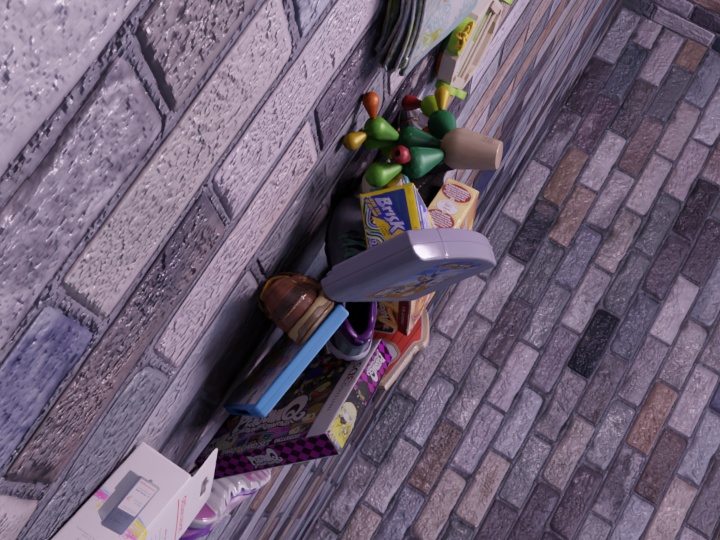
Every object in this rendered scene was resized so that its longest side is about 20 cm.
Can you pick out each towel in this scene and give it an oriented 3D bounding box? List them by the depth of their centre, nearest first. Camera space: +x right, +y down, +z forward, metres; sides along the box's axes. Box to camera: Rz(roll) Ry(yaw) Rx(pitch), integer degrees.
[{"bbox_3d":[0.088,-0.310,0.825,0.200,0.048,0.172,-53,167,-35],"label":"towel"}]

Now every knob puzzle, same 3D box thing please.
[{"bbox_3d":[0.015,0.086,1.205,0.220,0.218,0.031,-51,131,-39],"label":"knob puzzle"}]

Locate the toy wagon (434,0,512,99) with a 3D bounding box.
[{"bbox_3d":[0.148,-0.315,1.101,0.156,0.039,0.200,-64,168,16],"label":"toy wagon"}]

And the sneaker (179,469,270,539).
[{"bbox_3d":[-0.191,0.288,1.038,0.089,0.080,0.200,-57,166,21],"label":"sneaker"}]

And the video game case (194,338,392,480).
[{"bbox_3d":[-0.077,0.165,0.965,0.198,0.036,0.182,-19,-160,32],"label":"video game case"}]

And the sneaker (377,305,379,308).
[{"bbox_3d":[0.020,-0.029,1.139,0.079,0.075,0.201,-56,163,-25],"label":"sneaker"}]

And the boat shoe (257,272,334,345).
[{"bbox_3d":[-0.075,0.030,0.897,0.072,0.067,0.200,-50,-174,-3],"label":"boat shoe"}]

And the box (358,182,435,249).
[{"bbox_3d":[0.052,-0.040,0.954,0.200,0.064,0.071,35,44,-75],"label":"box"}]

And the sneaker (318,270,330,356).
[{"bbox_3d":[-0.034,0.038,1.080,0.115,0.076,0.200,-59,176,-19],"label":"sneaker"}]

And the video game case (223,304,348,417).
[{"bbox_3d":[-0.091,0.106,0.932,0.143,0.018,0.200,-50,-171,-19],"label":"video game case"}]

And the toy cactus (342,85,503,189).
[{"bbox_3d":[0.079,-0.152,0.912,0.200,0.163,0.103,-47,145,-56],"label":"toy cactus"}]

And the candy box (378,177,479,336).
[{"bbox_3d":[0.096,-0.020,1.155,0.201,0.055,0.116,-54,162,-26],"label":"candy box"}]

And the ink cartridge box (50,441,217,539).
[{"bbox_3d":[-0.227,0.253,0.788,0.200,0.067,0.118,-49,164,-42],"label":"ink cartridge box"}]

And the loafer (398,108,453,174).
[{"bbox_3d":[0.107,-0.177,1.116,0.200,0.072,0.073,-1,78,-68],"label":"loafer"}]

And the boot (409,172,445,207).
[{"bbox_3d":[0.075,-0.102,1.236,0.200,0.077,0.139,-48,168,-43],"label":"boot"}]

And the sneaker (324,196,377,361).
[{"bbox_3d":[0.000,0.000,0.946,0.088,0.074,0.202,126,-36,-68],"label":"sneaker"}]

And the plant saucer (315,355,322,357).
[{"bbox_3d":[-0.084,0.171,1.075,0.199,0.037,0.201,-27,-162,9],"label":"plant saucer"}]

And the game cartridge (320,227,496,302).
[{"bbox_3d":[0.064,-0.004,0.871,0.132,0.042,0.199,-20,168,31],"label":"game cartridge"}]

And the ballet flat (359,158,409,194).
[{"bbox_3d":[0.031,-0.107,1.042,0.070,0.069,0.200,-61,177,6],"label":"ballet flat"}]
